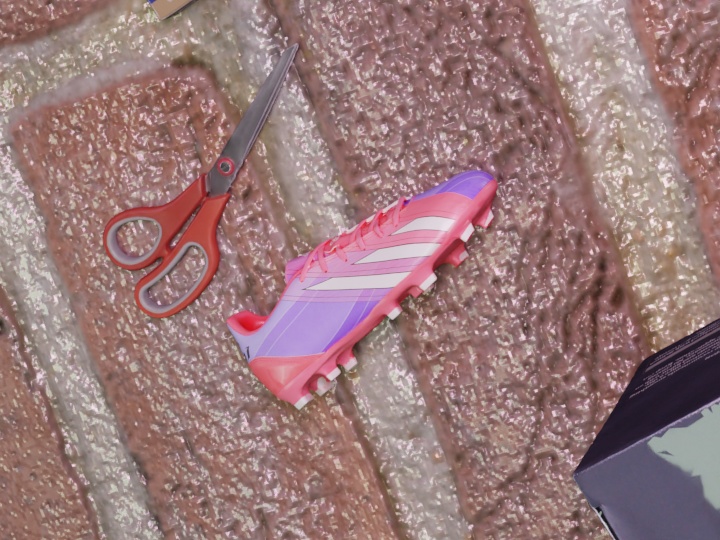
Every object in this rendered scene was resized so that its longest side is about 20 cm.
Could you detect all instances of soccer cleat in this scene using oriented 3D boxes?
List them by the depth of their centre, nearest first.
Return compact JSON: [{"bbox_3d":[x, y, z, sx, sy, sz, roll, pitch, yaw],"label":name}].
[{"bbox_3d":[0.000,0.000,1.514,0.077,0.067,0.200,47,117,5],"label":"soccer cleat"}]

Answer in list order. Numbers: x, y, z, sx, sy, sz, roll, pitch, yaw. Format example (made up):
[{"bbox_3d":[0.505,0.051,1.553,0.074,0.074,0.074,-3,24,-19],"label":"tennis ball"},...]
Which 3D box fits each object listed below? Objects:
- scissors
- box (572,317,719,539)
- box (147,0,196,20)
[{"bbox_3d":[-0.083,-0.051,1.554,0.200,0.014,0.073,-43,87,23],"label":"scissors"},{"bbox_3d":[0.233,0.137,1.400,0.117,0.200,0.197,-31,95,24],"label":"box"},{"bbox_3d":[-0.124,-0.264,1.492,0.121,0.032,0.201,-31,93,24],"label":"box"}]
